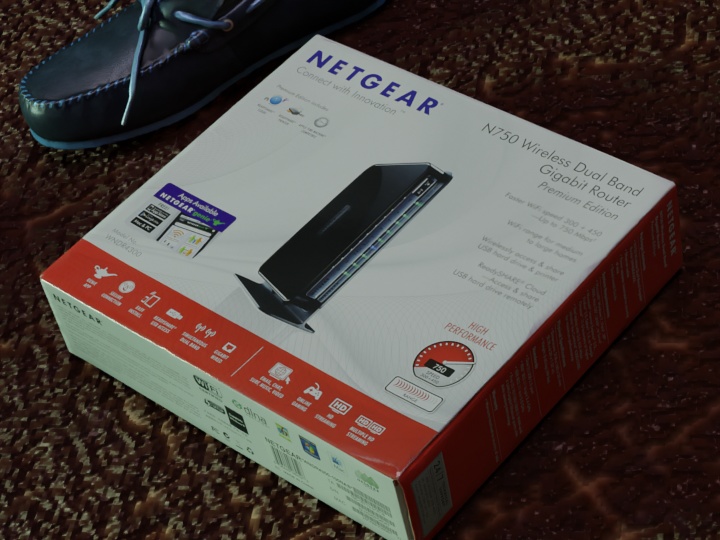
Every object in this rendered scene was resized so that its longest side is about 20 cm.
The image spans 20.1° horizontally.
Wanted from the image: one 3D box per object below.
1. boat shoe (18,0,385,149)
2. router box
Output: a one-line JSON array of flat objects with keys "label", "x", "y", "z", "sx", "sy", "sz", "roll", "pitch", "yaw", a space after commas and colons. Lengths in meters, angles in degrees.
[{"label": "boat shoe", "x": -0.079, "y": -0.131, "z": 0.972, "sx": 0.200, "sy": 0.069, "sz": 0.084, "roll": -33, "pitch": 47, "yaw": -18}, {"label": "router box", "x": 0.000, "y": 0.000, "z": 0.837, "sx": 0.200, "sy": 0.049, "sz": 0.179, "roll": 26, "pitch": 57, "yaw": 34}]
